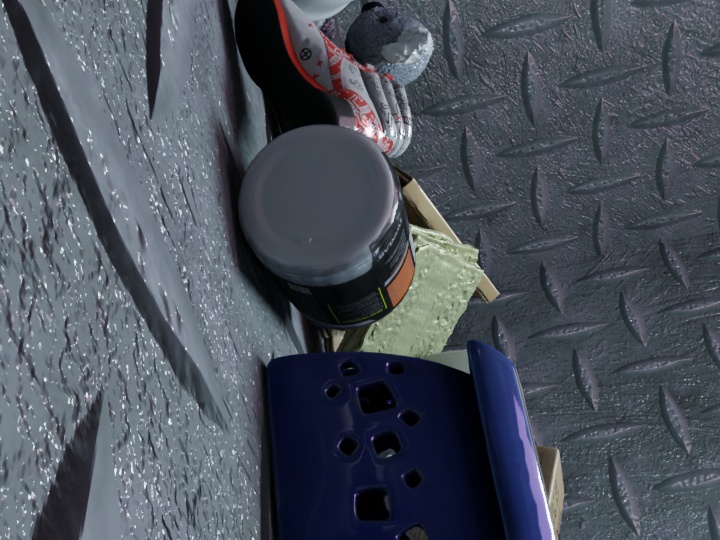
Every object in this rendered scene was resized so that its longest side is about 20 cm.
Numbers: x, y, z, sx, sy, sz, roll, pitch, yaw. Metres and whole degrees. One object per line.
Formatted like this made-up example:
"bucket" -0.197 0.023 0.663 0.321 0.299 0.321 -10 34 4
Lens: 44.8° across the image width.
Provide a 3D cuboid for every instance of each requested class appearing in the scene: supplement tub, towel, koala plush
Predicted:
"supplement tub" -0.019 -0.024 0.715 0.200 0.122 0.123 69 11 -70
"towel" 0.045 0.053 0.899 0.148 0.036 0.200 19 100 -49
"koala plush" 0.003 -0.283 1.169 0.177 0.200 0.184 -65 144 -84

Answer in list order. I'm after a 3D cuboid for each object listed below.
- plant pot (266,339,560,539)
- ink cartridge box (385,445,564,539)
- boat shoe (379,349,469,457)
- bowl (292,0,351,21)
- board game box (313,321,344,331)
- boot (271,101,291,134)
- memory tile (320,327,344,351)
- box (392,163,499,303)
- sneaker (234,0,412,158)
"plant pot" 0.044 0.172 0.647 0.200 0.179 0.200 70 10 -57
"ink cartridge box" 0.094 0.253 0.804 0.200 0.164 0.075 -63 146 -49
"boat shoe" 0.051 0.139 0.873 0.076 0.200 0.060 32 -44 55
"bowl" -0.033 -0.376 0.940 0.090 0.201 0.201 11 -58 46
"board game box" 0.000 0.000 0.970 0.200 0.035 0.136 24 76 -78
"boot" -0.064 -0.143 0.896 0.165 0.066 0.200 -63 146 -80
"memory tile" -0.037 0.027 1.054 0.200 0.017 0.154 -86 164 -72
"box" 0.064 -0.059 0.997 0.200 0.021 0.163 48 -4 -36
"sneaker" -0.031 -0.175 0.774 0.067 0.108 0.202 -52 -125 35
